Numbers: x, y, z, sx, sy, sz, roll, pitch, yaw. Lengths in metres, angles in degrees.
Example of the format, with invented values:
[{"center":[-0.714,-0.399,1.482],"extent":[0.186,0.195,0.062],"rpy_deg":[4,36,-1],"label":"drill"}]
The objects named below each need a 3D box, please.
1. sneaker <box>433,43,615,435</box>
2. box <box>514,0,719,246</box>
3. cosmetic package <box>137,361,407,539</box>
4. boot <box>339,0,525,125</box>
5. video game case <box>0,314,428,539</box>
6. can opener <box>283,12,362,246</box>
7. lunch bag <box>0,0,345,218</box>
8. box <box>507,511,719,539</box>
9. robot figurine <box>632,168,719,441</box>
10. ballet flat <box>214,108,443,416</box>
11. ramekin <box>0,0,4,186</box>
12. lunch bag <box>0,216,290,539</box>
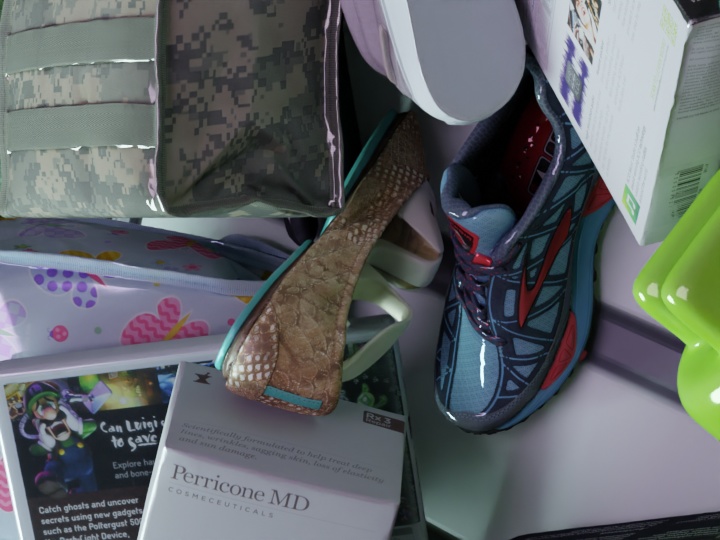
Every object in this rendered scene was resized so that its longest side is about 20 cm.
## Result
[{"center":[0.062,-0.019,1.030],"extent":[0.079,0.095,0.201],"rpy_deg":[30,111,39],"label":"sneaker"},{"center":[0.094,-0.130,0.915],"extent":[0.145,0.036,0.200],"rpy_deg":[93,155,-57],"label":"box"},{"center":[-0.054,0.153,1.042],"extent":[0.112,0.081,0.201],"rpy_deg":[12,119,-3],"label":"cosmetic package"},{"center":[0.011,-0.163,0.956],"extent":[0.096,0.073,0.201],"rpy_deg":[33,138,56],"label":"boot"},{"center":[-0.069,0.120,1.103],"extent":[0.199,0.023,0.183],"rpy_deg":[-7,106,7],"label":"video game case"},{"center":[-0.031,-0.110,1.130],"extent":[0.063,0.079,0.201],"rpy_deg":[5,106,35],"label":"can opener"},{"center":[-0.091,-0.124,1.040],"extent":[0.164,0.117,0.201],"rpy_deg":[3,93,53],"label":"lunch bag"},{"center":[0.103,0.172,0.945],"extent":[0.199,0.182,0.105],"rpy_deg":[-13,89,41],"label":"box"},{"center":[0.204,0.044,0.869],"extent":[0.200,0.175,0.116],"rpy_deg":[38,84,-7],"label":"robot figurine"},{"center":[0.000,0.000,1.054],"extent":[0.065,0.200,0.071],"rpy_deg":[30,138,3],"label":"ballet flat"},{"center":[-0.258,-0.115,1.299],"extent":[0.199,0.097,0.201],"rpy_deg":[3,94,41],"label":"ramekin"},{"center":[-0.114,0.066,1.166],"extent":[0.199,0.127,0.170],"rpy_deg":[8,103,8],"label":"lunch bag"}]
